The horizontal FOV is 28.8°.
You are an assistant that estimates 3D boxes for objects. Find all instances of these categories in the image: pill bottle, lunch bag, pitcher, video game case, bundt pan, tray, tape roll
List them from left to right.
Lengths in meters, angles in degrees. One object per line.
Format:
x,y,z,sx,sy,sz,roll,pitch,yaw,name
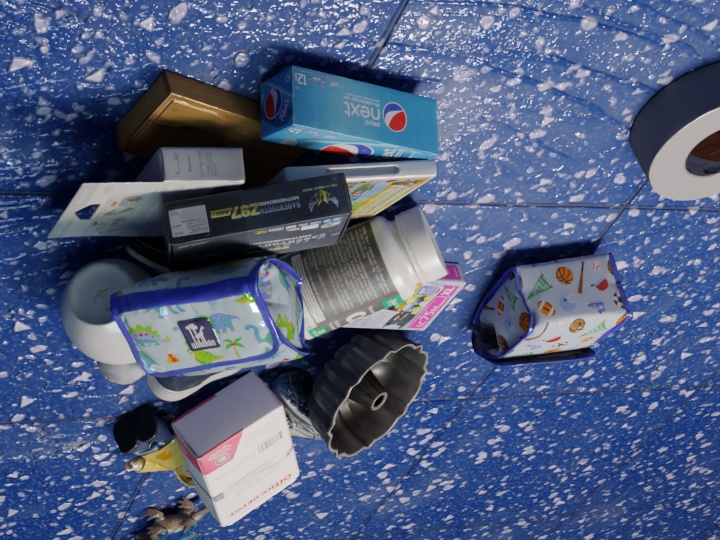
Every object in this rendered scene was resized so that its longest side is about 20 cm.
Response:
-0.271,0.047,1.709,0.172,0.121,0.200,-38,161,-9,pitcher
-0.164,0.048,1.561,0.170,0.128,0.200,-10,163,11,lunch bag
-0.156,-0.147,1.529,0.200,0.037,0.099,15,135,-41,tray
-0.034,-0.089,1.623,0.182,0.023,0.200,-5,170,-23,video game case
0.000,0.000,1.765,0.200,0.113,0.113,-23,148,7,pill bottle
0.001,0.166,2.008,0.202,0.076,0.202,-37,149,-27,bundt pan
0.267,0.070,2.016,0.170,0.124,0.200,-6,160,-20,lunch bag
0.447,-0.175,1.780,0.200,0.066,0.200,-13,148,-8,tape roll

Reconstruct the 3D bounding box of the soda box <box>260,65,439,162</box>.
-0.010,-0.165,1.531,0.200,0.068,0.064,8,164,-36,soda box

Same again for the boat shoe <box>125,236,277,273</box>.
-0.183,-0.024,1.680,0.199,0.075,0.066,16,107,-31,boat shoe

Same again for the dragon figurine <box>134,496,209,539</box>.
-0.294,0.422,2.311,0.200,0.059,0.099,-19,149,0,dragon figurine

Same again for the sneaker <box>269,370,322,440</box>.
-0.093,0.214,2.086,0.085,0.077,0.200,-21,147,17,sneaker

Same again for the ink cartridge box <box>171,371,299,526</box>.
-0.180,0.263,2.045,0.146,0.083,0.200,-33,145,-18,ink cartridge box

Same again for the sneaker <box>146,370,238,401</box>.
-0.169,0.072,1.764,0.202,0.077,0.146,-38,166,-52,sneaker

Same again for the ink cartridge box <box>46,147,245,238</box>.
-0.237,-0.082,1.518,0.173,0.044,0.200,-1,165,-24,ink cartridge box

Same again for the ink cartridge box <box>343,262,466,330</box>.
0.031,0.033,1.905,0.200,0.042,0.119,6,140,-32,ink cartridge box

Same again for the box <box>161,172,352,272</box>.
-0.116,-0.050,1.535,0.200,0.051,0.158,-10,171,-9,box

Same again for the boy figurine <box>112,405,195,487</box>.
-0.289,0.268,2.073,0.124,0.064,0.200,-29,145,7,boy figurine
